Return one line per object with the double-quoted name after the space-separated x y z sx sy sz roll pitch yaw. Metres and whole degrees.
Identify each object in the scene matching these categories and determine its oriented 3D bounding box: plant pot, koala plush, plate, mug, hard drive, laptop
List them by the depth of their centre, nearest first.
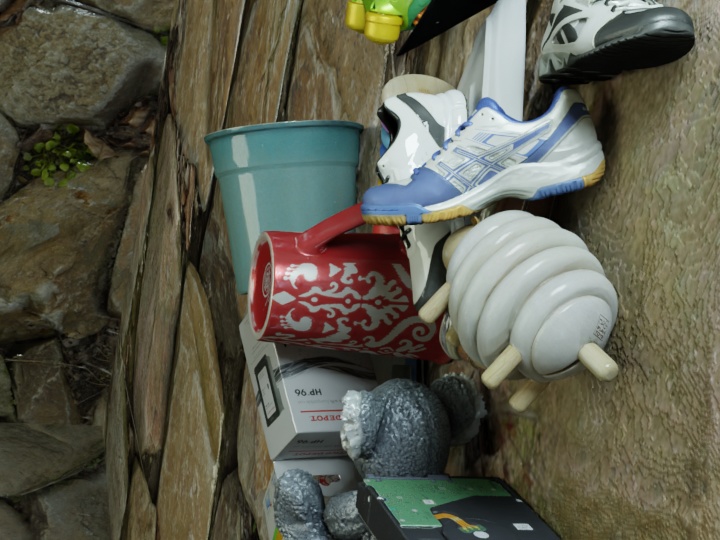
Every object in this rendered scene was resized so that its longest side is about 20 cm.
0.087 0.222 1.166 0.200 0.138 0.038 -139 55 -68 "hard drive"
0.108 -0.318 1.255 0.187 0.115 0.202 129 141 -61 "laptop"
0.107 -0.132 1.277 0.201 0.032 0.201 109 170 -51 "plate"
0.035 0.190 1.321 0.184 0.176 0.202 42 127 51 "koala plush"
-0.003 0.000 1.404 0.133 0.198 0.179 -145 60 -71 "mug"
-0.085 -0.073 1.732 0.200 0.198 0.198 169 96 -72 "plant pot"

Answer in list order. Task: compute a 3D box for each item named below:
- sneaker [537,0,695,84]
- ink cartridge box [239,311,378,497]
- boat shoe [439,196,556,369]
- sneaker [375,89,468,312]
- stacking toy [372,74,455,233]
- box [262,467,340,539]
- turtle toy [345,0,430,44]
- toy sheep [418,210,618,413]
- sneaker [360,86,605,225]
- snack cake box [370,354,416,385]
0.184 -0.192 1.051 0.200 0.073 0.089 -172 84 -72 "sneaker"
-0.043 0.127 1.446 0.068 0.115 0.201 -49 49 46 "ink cartridge box"
0.136 -0.005 1.197 0.072 0.075 0.202 30 110 34 "boat shoe"
0.048 -0.059 1.212 0.074 0.079 0.202 133 139 -69 "sneaker"
0.050 -0.101 1.473 0.086 0.084 0.201 -107 21 -49 "stacking toy"
-0.034 0.240 1.598 0.102 0.111 0.201 -106 27 -46 "box"
0.044 -0.318 1.485 0.200 0.100 0.147 -131 46 -67 "turtle toy"
0.130 0.028 1.089 0.200 0.137 0.139 45 133 39 "toy sheep"
0.092 -0.091 1.126 0.075 0.198 0.089 -64 -40 -82 "sneaker"
0.002 0.076 1.592 0.200 0.067 0.116 171 100 -72 "snack cake box"
